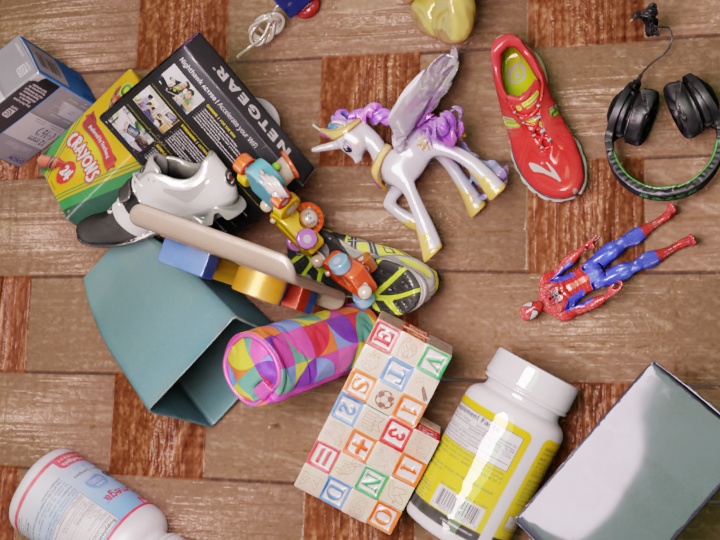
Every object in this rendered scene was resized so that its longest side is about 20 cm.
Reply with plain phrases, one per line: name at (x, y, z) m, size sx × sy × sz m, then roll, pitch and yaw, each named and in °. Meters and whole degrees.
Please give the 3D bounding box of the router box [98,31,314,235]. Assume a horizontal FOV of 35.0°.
router box at (-0.171, -0.142, 1.280) m, size 0.149 × 0.051 × 0.200 m, roll -31°, pitch 108°, yaw 30°

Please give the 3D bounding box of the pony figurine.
pony figurine at (0.067, -0.141, 1.264) m, size 0.193 × 0.167 × 0.200 m, roll -43°, pitch 88°, yaw 14°

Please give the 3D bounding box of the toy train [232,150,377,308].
toy train at (-0.049, -0.054, 1.208) m, size 0.056 × 0.200 × 0.150 m, roll -45°, pitch 35°, yaw -12°

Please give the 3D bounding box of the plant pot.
plant pot at (-0.214, 0.051, 1.312) m, size 0.141 × 0.141 × 0.200 m, roll -46°, pitch 64°, yaw 5°

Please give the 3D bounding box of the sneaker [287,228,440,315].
sneaker at (0.000, 0.000, 1.293) m, size 0.200 × 0.076 × 0.076 m, roll 25°, pitch 111°, yaw 33°

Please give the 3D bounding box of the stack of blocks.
stack of blocks at (0.027, 0.159, 1.204) m, size 0.115 × 0.059 × 0.200 m, roll 26°, pitch 98°, yaw 2°

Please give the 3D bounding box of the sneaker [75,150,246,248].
sneaker at (-0.231, -0.085, 1.261) m, size 0.199 × 0.074 × 0.089 m, roll -14°, pitch 117°, yaw 13°

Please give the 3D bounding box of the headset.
headset at (0.318, -0.176, 1.210) m, size 0.123 × 0.094 × 0.201 m, roll -6°, pitch 75°, yaw 15°

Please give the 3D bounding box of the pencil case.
pencil case at (-0.053, 0.088, 1.228) m, size 0.088 × 0.200 × 0.089 m, roll 8°, pitch 103°, yaw 39°

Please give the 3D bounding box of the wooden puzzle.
wooden puzzle at (-0.126, 0.000, 1.176) m, size 0.185 × 0.200 × 0.046 m, roll 20°, pitch 84°, yaw 17°

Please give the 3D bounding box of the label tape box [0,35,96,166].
label tape box at (-0.444, -0.185, 1.408) m, size 0.200 × 0.143 × 0.066 m, roll -37°, pitch 73°, yaw 8°

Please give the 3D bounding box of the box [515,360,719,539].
box at (0.272, 0.206, 1.114) m, size 0.124 × 0.197 × 0.200 m, roll 41°, pitch 94°, yaw 17°

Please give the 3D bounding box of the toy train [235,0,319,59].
toy train at (-0.101, -0.358, 1.371) m, size 0.200 × 0.085 × 0.116 m, roll -38°, pitch 63°, yaw 8°

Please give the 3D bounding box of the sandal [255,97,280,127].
sandal at (-0.170, -0.140, 1.370) m, size 0.206 × 0.059 × 0.079 m, roll -22°, pitch 58°, yaw 28°

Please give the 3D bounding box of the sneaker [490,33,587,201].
sneaker at (0.185, -0.168, 1.253) m, size 0.077 × 0.085 × 0.201 m, roll -25°, pitch 76°, yaw 12°

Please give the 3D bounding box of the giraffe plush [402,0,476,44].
giraffe plush at (0.140, -0.365, 1.273) m, size 0.162 × 0.200 × 0.173 m, roll -19°, pitch 60°, yaw -21°

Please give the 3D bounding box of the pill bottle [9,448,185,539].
pill bottle at (-0.295, 0.298, 1.312) m, size 0.200 × 0.109 × 0.109 m, roll 28°, pitch 90°, yaw 18°

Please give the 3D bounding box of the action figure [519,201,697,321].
action figure at (0.258, -0.001, 1.229) m, size 0.200 × 0.052 × 0.066 m, roll -32°, pitch 80°, yaw 12°

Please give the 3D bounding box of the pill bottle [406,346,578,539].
pill bottle at (0.141, 0.190, 1.198) m, size 0.114 × 0.114 × 0.200 m, roll 28°, pitch 90°, yaw 18°

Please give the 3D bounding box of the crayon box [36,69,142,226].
crayon box at (-0.291, -0.155, 1.387) m, size 0.200 × 0.051 × 0.127 m, roll -43°, pitch 50°, yaw 6°
